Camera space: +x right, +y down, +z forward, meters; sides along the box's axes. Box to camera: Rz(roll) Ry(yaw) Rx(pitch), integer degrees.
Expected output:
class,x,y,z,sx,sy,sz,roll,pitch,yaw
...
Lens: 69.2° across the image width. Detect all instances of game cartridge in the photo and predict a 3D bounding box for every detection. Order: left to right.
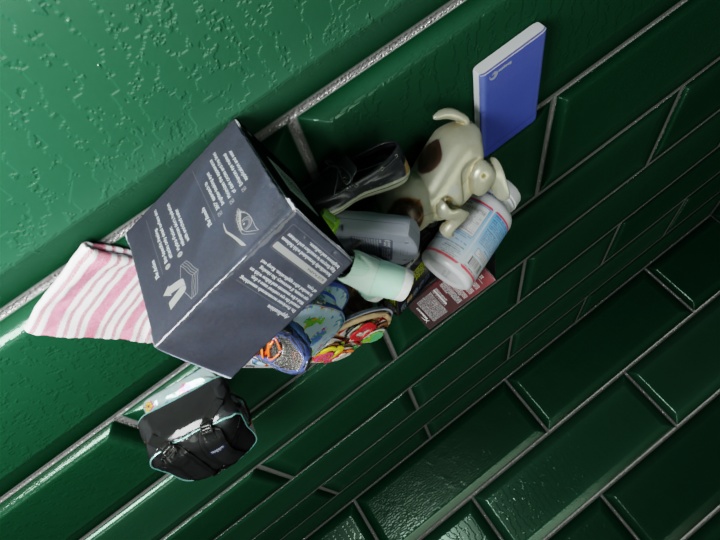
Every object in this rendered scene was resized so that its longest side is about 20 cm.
class,x,y,z,sx,sy,sz,roll,pitch,yaw
game cartridge,0.029,-0.050,0.832,0.200,0.130,0.042,76,24,-79

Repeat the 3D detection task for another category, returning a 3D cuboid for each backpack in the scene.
class,x,y,z,sx,sy,sz,roll,pitch,yaw
backpack,-0.283,0.282,0.937,0.174,0.154,0.202,-30,141,-11
backpack,-0.113,0.062,0.836,0.183,0.148,0.199,-46,155,19

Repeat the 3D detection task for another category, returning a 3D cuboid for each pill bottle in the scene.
class,x,y,z,sx,sy,sz,roll,pitch,yaw
pill bottle,0.208,-0.074,0.960,0.201,0.108,0.109,-54,153,-10

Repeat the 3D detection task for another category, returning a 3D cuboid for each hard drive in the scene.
class,x,y,z,sx,sy,sz,roll,pitch,yaw
hard drive,0.249,-0.295,0.883,0.131,0.025,0.201,-37,152,-5

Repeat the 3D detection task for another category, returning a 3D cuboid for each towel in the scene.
class,x,y,z,sx,sy,sz,roll,pitch,yaw
towel,-0.309,0.039,0.691,0.147,0.030,0.199,-49,150,15

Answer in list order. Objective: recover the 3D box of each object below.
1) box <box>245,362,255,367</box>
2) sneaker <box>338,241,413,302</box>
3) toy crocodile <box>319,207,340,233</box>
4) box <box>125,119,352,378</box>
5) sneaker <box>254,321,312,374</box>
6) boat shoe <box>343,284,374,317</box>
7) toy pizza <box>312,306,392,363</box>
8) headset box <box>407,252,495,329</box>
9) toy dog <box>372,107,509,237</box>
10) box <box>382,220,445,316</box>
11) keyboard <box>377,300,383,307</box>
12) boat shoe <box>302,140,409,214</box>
class,x,y,z,sx,sy,sz,roll,pitch,yaw
box,-0.143,0.145,1.033,0.110,0.035,0.199,-48,151,15
sneaker,0.000,0.000,0.851,0.075,0.116,0.200,-69,-165,-8
toy crocodile,-0.101,-0.001,0.684,0.200,0.068,0.062,-43,-179,-18
box,-0.146,-0.027,0.596,0.200,0.197,0.117,-42,139,7
sneaker,-0.156,0.090,0.707,0.078,0.197,0.077,-29,139,-68
boat shoe,0.001,0.069,1.058,0.072,0.076,0.200,-43,154,2
toy pizza,-0.021,0.134,1.000,0.197,0.032,0.201,-25,159,-10
headset box,0.202,0.011,1.105,0.200,0.077,0.149,-42,-171,27
toy dog,0.119,-0.137,0.841,0.199,0.140,0.195,-36,143,-5
box,0.115,-0.027,1.027,0.200,0.044,0.161,-48,156,-22
keyboard,0.061,0.011,1.067,0.128,0.020,0.201,-58,158,-25
boat shoe,-0.022,-0.130,0.743,0.197,0.075,0.063,-23,134,-9
